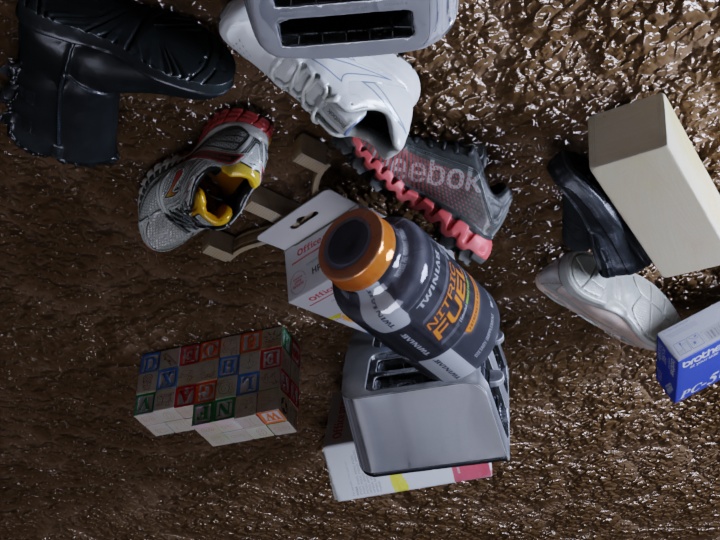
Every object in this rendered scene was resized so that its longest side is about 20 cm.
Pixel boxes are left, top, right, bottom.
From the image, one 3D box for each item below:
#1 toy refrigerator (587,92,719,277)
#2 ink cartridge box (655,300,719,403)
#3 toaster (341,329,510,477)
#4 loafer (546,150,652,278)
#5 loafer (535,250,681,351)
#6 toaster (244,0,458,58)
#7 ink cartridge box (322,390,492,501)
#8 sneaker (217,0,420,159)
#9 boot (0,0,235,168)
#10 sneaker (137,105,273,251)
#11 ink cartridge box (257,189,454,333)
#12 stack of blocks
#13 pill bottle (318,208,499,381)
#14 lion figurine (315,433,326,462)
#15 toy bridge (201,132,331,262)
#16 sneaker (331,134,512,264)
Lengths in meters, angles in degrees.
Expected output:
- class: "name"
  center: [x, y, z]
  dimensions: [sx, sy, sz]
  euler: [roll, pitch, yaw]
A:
- class: "toy refrigerator"
  center: [0.293, -0.079, 0.986]
  dimensions: [0.075, 0.071, 0.200]
  euler: [-16, 141, 31]
- class: "ink cartridge box"
  center: [0.426, 0.067, 1.138]
  dimensions: [0.198, 0.045, 0.095]
  euler: [-26, 142, -4]
- class: "toaster"
  center: [0.071, 0.133, 1.158]
  dimensions: [0.196, 0.182, 0.120]
  euler: [-10, 117, 14]
- class: "loafer"
  center: [0.232, -0.048, 1.023]
  dimensions: [0.070, 0.069, 0.200]
  euler: [-30, 139, 19]
- class: "loafer"
  center: [0.282, 0.036, 1.151]
  dimensions: [0.198, 0.073, 0.063]
  euler: [29, 151, -27]
- class: "toaster"
  center: [-0.013, -0.230, 0.727]
  dimensions: [0.196, 0.131, 0.114]
  euler: [-2, 143, 3]
- class: "ink cartridge box"
  center: [0.059, 0.202, 1.273]
  dimensions: [0.196, 0.146, 0.085]
  euler: [-12, 110, 9]
- class: "sneaker"
  center: [-0.029, -0.164, 0.852]
  dimensions: [0.198, 0.088, 0.074]
  euler: [23, 140, -26]
- class: "boot"
  center: [-0.217, -0.152, 0.880]
  dimensions: [0.195, 0.074, 0.163]
  euler: [17, 138, -11]
- class: "sneaker"
  center: [-0.158, -0.073, 0.978]
  dimensions: [0.077, 0.083, 0.200]
  euler: [23, 138, -28]
- class: "ink cartridge box"
  center: [0.000, 0.000, 1.066]
  dimensions: [0.114, 0.069, 0.198]
  euler: [-30, 143, 33]
- class: "stack of blocks"
  center: [-0.176, 0.150, 1.250]
  dimensions: [0.197, 0.117, 0.059]
  euler: [-12, 143, 16]
- class: "pill bottle"
  center: [0.043, 0.020, 0.955]
  dimensions: [0.105, 0.108, 0.200]
  euler: [-21, 143, 26]
- class: "lion figurine"
  center: [0.038, 0.220, 1.398]
  dimensions: [0.122, 0.073, 0.200]
  euler: [33, 119, -24]
- class: "toy bridge"
  center: [-0.088, -0.063, 1.038]
  dimensions: [0.066, 0.028, 0.200]
  euler: [22, 138, -29]
- class: "sneaker"
  center: [0.063, -0.097, 0.957]
  dimensions: [0.199, 0.071, 0.098]
  euler: [37, 98, -13]
